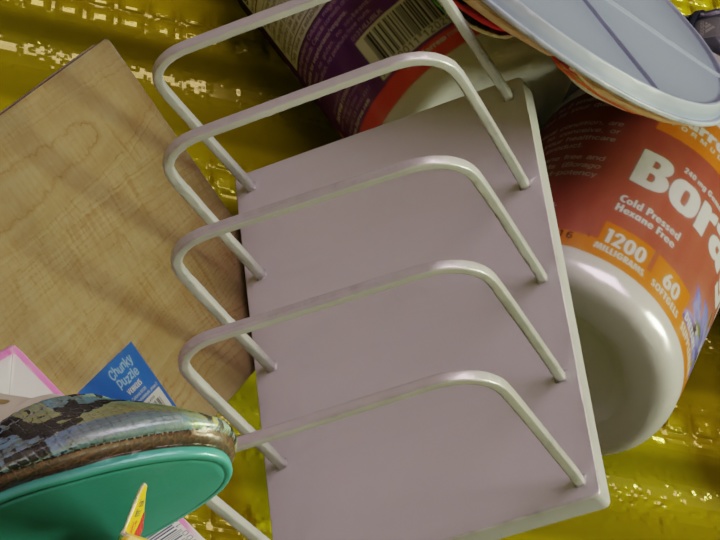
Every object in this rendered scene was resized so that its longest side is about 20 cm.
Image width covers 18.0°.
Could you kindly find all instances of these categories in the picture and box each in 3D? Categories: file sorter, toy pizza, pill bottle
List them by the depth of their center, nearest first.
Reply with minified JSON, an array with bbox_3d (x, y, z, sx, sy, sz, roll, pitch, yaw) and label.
[{"bbox_3d":[0.000,0.000,0.902,0.138,0.125,0.201,-18,56,16],"label":"file sorter"},{"bbox_3d":[0.078,-0.124,1.008,0.200,0.032,0.201,32,23,-15],"label":"toy pizza"},{"bbox_3d":[0.119,-0.018,1.044,0.112,0.112,0.200,30,45,3],"label":"pill bottle"},{"bbox_3d":[0.003,-0.138,1.099,0.111,0.112,0.200,-18,60,-36],"label":"pill bottle"}]

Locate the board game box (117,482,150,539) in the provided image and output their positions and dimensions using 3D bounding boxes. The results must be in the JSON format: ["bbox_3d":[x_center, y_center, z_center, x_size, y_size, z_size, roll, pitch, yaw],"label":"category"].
[{"bbox_3d":[-0.088,0.168,0.663,0.030,0.096,0.201,15,65,-2],"label":"board game box"}]

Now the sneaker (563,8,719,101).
[{"bbox_3d":[0.150,-0.103,1.158,0.199,0.081,0.074,14,45,-13],"label":"sneaker"}]

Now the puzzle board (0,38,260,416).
[{"bbox_3d":[-0.108,0.002,0.923,0.151,0.017,0.200,55,31,-9],"label":"puzzle board"}]

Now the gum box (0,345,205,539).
[{"bbox_3d":[-0.092,0.139,0.801,0.200,0.114,0.066,44,47,17],"label":"gum box"}]

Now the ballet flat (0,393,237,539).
[{"bbox_3d":[-0.137,0.076,0.726,0.199,0.074,0.075,-26,57,2],"label":"ballet flat"}]
